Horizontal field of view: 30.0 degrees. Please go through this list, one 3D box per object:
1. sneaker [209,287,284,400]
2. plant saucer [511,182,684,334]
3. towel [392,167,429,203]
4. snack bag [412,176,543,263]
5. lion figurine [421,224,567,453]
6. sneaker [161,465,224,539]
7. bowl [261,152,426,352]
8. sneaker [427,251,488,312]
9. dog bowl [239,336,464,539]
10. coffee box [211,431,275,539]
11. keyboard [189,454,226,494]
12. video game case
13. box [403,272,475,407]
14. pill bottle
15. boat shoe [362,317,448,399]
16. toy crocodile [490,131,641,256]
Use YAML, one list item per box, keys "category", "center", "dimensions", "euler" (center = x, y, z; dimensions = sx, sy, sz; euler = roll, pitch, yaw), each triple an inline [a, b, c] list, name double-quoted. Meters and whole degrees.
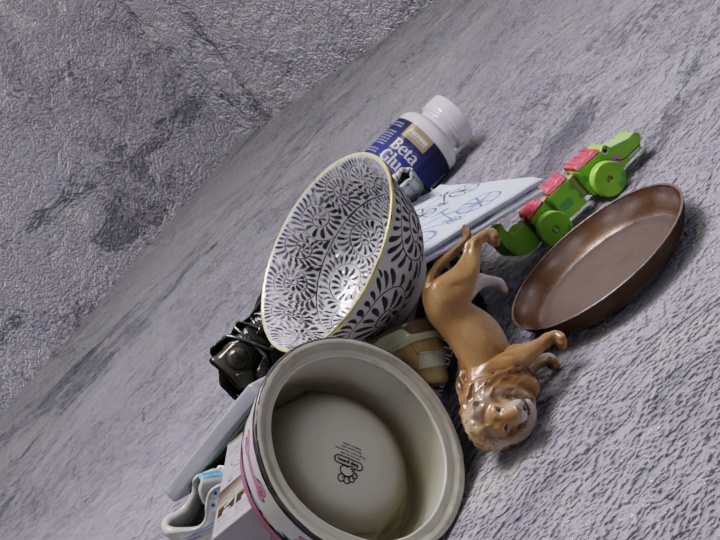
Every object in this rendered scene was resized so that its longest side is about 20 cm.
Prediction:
- category: "sneaker"
  center: [-0.096, 0.059, 1.441]
  dimensions: [0.201, 0.076, 0.114]
  euler: [-63, -14, 20]
- category: "plant saucer"
  center: [0.230, -0.005, 1.274]
  dimensions: [0.200, 0.032, 0.200]
  euler: [-40, 14, 12]
- category: "towel"
  center: [0.002, -0.033, 1.585]
  dimensions: [0.200, 0.035, 0.193]
  euler: [-43, -16, 3]
- category: "snack bag"
  center: [0.072, -0.046, 1.424]
  dimensions: [0.188, 0.022, 0.199]
  euler: [-32, 16, -26]
- category: "lion figurine"
  center: [0.103, 0.058, 1.180]
  dimensions: [0.122, 0.201, 0.073]
  euler: [-25, -24, -22]
- category: "sneaker"
  center: [-0.126, 0.227, 1.411]
  dimensions: [0.200, 0.087, 0.075]
  euler: [-45, 37, -1]
- category: "bowl"
  center: [0.000, 0.000, 1.272]
  dimensions: [0.200, 0.094, 0.202]
  euler: [-37, 38, 37]
- category: "sneaker"
  center: [0.086, 0.043, 1.469]
  dimensions: [0.089, 0.078, 0.200]
  euler: [-51, 6, 20]
- category: "dog bowl"
  center: [-0.014, 0.162, 1.139]
  dimensions: [0.074, 0.200, 0.201]
  euler: [-46, 6, 47]
- category: "coffee box"
  center: [-0.066, 0.217, 1.249]
  dimensions: [0.080, 0.114, 0.200]
  euler: [-40, 15, 10]
- category: "keyboard"
  center: [-0.099, 0.181, 1.477]
  dimensions: [0.200, 0.104, 0.040]
  euler: [-41, 55, 2]
- category: "video game case"
  center: [-0.108, 0.163, 1.483]
  dimensions: [0.182, 0.022, 0.200]
  euler: [-24, -22, -53]
- category: "box"
  center: [0.034, 0.084, 1.356]
  dimensions: [0.200, 0.049, 0.159]
  euler: [1, 74, 66]
- category: "pill bottle"
  center: [0.072, -0.165, 2.011]
  dimensions: [0.200, 0.111, 0.111]
  euler: [-45, 14, -10]
- category: "boat shoe"
  center: [0.006, 0.114, 1.250]
  dimensions: [0.071, 0.077, 0.200]
  euler: [-6, -20, -41]
- category: "toy crocodile"
  center: [0.225, -0.084, 1.461]
  dimensions: [0.200, 0.062, 0.067]
  euler: [-43, 14, -3]
